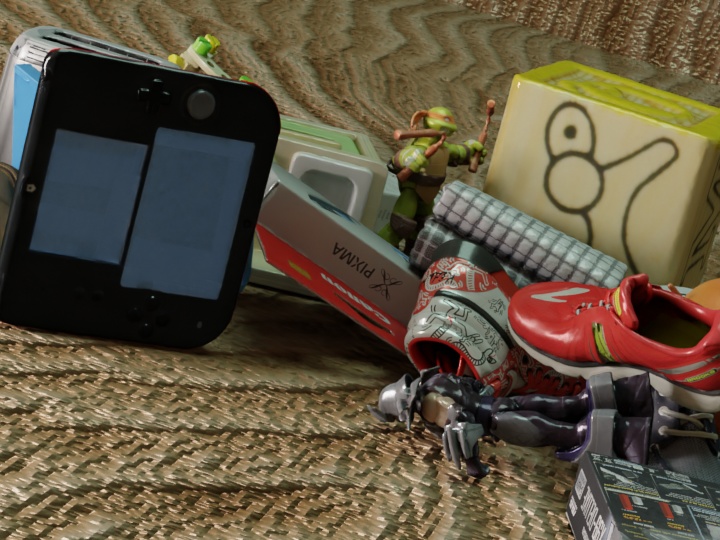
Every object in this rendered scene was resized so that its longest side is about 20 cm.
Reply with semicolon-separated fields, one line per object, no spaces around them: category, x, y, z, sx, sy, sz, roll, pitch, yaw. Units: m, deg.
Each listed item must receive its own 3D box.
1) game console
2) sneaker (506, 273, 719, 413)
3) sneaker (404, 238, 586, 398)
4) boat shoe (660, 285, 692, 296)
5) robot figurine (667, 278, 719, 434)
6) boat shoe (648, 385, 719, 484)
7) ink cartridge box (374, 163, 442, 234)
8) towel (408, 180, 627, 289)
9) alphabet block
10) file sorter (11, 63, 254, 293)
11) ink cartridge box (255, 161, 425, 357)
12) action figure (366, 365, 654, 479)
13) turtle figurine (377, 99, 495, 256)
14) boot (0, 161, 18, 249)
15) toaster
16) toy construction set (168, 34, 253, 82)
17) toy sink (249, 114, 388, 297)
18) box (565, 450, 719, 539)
game console;-0.156;-0.047;1.519;0.176;0.201;0.031;8;16;-27
sneaker;0.189;0.032;1.540;0.199;0.085;0.077;13;55;35
sneaker;0.117;0.076;1.634;0.201;0.067;0.108;39;50;-18
boat shoe;0.306;0.072;1.828;0.199;0.072;0.068;25;15;7
robot figurine;0.312;0.079;1.666;0.199;0.117;0.144;29;7;8
boat shoe;0.225;0.109;1.553;0.074;0.093;0.200;11;15;-17
ink cartridge box;0.002;-0.074;2.109;0.199;0.050;0.162;14;12;-40
towel;0.127;-0.002;1.766;0.165;0.086;0.200;28;4;5
alphabet block;0.221;-0.063;1.963;0.195;0.201;0.196;20;15;14
file sorter;-0.174;-0.066;1.646;0.122;0.139;0.200;-7;24;-28
ink cartridge box;0.000;0.000;1.680;0.200;0.045;0.176;35;8;-21
action figure;0.101;0.104;1.501;0.199;0.070;0.130;5;20;10
turtle figurine;0.050;-0.078;1.919;0.064;0.162;0.200;21;16;20
boot;-0.295;-0.040;1.600;0.097;0.075;0.200;7;19;-39
toaster;-0.233;-0.124;1.830;0.199;0.130;0.114;17;14;6
toy construction set;-0.188;-0.181;2.184;0.199;0.092;0.131;-13;55;-46
toy sink;-0.054;-0.063;1.854;0.130;0.113;0.200;13;15;-9
box;0.241;0.185;1.379;0.199;0.050;0.158;14;15;-7
